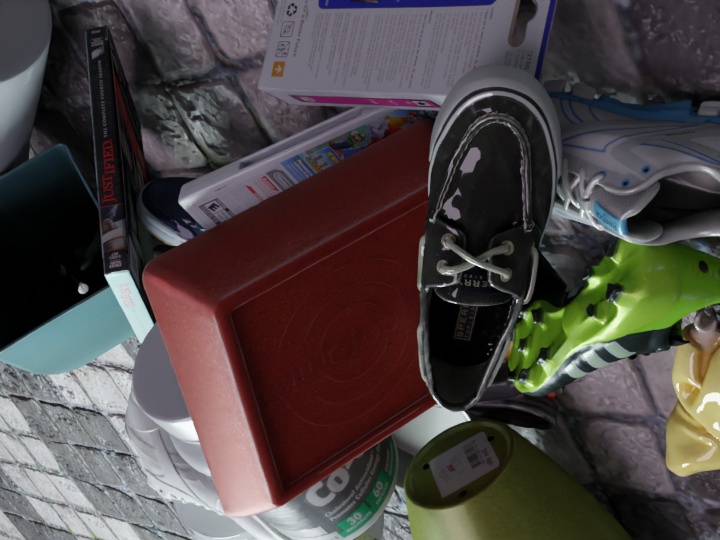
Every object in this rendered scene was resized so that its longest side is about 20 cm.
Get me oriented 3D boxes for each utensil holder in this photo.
[{"bbox_3d":[-0.355,-0.158,0.897,0.170,0.170,0.200,42,144,0],"label":"utensil holder"}]

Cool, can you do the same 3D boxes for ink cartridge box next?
[{"bbox_3d":[0.030,-0.142,0.610,0.199,0.095,0.037,9,174,40],"label":"ink cartridge box"}]

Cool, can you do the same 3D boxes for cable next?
[{"bbox_3d":[0.076,0.085,0.823,0.199,0.051,0.097,-8,134,35],"label":"cable"}]

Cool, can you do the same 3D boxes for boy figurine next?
[{"bbox_3d":[0.250,0.073,0.652,0.124,0.064,0.201,33,145,13],"label":"boy figurine"}]

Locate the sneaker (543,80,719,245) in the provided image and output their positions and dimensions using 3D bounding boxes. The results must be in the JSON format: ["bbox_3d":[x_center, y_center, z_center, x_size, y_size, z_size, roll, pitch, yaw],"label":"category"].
[{"bbox_3d":[0.134,-0.053,0.583,0.199,0.087,0.075,4,128,27],"label":"sneaker"}]

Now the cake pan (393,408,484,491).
[{"bbox_3d":[0.033,0.120,0.932,0.199,0.037,0.201,25,142,22],"label":"cake pan"}]

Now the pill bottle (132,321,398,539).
[{"bbox_3d":[-0.062,0.105,0.735,0.113,0.114,0.200,11,154,36],"label":"pill bottle"}]

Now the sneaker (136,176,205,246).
[{"bbox_3d":[-0.060,-0.057,0.765,0.198,0.070,0.109,13,137,-4],"label":"sneaker"}]

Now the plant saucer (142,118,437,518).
[{"bbox_3d":[-0.011,0.039,0.633,0.037,0.199,0.201,36,146,45],"label":"plant saucer"}]

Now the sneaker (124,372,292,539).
[{"bbox_3d":[-0.123,0.165,0.890,0.200,0.075,0.100,40,121,24],"label":"sneaker"}]

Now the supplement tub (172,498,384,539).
[{"bbox_3d":[-0.075,0.215,0.995,0.144,0.146,0.200,16,161,31],"label":"supplement tub"}]

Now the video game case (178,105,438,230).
[{"bbox_3d":[-0.001,-0.042,0.709,0.199,0.018,0.143,-20,133,26],"label":"video game case"}]

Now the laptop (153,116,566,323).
[{"bbox_3d":[0.000,0.000,0.736,0.199,0.116,0.187,6,150,46],"label":"laptop"}]

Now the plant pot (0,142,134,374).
[{"bbox_3d":[-0.276,0.012,0.986,0.142,0.141,0.200,57,172,17],"label":"plant pot"}]

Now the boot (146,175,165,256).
[{"bbox_3d":[-0.140,-0.024,0.942,0.097,0.075,0.201,-29,97,28],"label":"boot"}]

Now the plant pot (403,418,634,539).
[{"bbox_3d":[0.119,0.218,0.822,0.186,0.187,0.201,-5,125,46],"label":"plant pot"}]

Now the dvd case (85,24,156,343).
[{"bbox_3d":[-0.181,-0.062,0.814,0.146,0.022,0.201,94,166,-68],"label":"dvd case"}]

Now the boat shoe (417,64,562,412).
[{"bbox_3d":[0.066,-0.009,0.567,0.070,0.064,0.201,7,128,6],"label":"boat shoe"}]

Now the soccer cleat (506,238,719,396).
[{"bbox_3d":[0.153,0.037,0.663,0.080,0.068,0.200,10,156,-13],"label":"soccer cleat"}]
